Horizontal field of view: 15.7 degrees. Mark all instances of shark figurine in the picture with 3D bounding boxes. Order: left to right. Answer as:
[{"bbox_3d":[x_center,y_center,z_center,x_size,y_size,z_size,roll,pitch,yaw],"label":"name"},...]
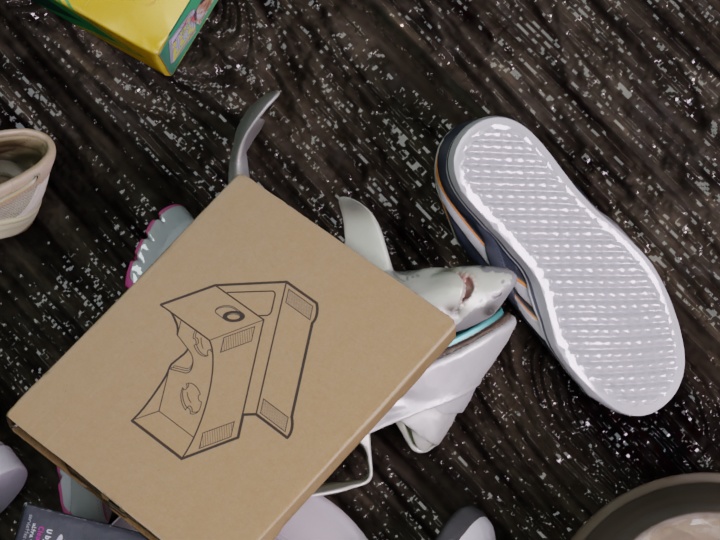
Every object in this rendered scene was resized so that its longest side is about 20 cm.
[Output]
[{"bbox_3d":[-0.021,0.000,1.527,0.214,0.090,0.128,38,86,24],"label":"shark figurine"}]

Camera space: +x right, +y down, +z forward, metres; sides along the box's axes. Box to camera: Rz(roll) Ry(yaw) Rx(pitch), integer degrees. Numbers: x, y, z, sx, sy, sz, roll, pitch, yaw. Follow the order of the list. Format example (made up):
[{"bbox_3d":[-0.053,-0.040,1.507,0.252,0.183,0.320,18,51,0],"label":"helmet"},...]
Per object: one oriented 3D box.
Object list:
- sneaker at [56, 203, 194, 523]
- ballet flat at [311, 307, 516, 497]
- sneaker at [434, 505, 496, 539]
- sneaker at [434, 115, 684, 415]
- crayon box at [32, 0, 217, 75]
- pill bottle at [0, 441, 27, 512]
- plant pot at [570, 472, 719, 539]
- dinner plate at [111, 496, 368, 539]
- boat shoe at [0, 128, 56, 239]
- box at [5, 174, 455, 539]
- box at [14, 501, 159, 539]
[{"bbox_3d":[-0.113,0.063,1.523,0.088,0.081,0.200,22,76,9],"label":"sneaker"},{"bbox_3d":[0.006,0.087,1.518,0.200,0.069,0.070,-24,75,-1],"label":"ballet flat"},{"bbox_3d":[0.072,0.241,1.459,0.108,0.067,0.202,16,85,24],"label":"sneaker"},{"bbox_3d":[0.115,-0.006,1.519,0.078,0.079,0.200,-35,100,-10],"label":"sneaker"},{"bbox_3d":[-0.142,-0.249,1.613,0.172,0.058,0.200,29,83,13],"label":"crayon box"},{"bbox_3d":[-0.285,0.067,1.538,0.104,0.104,0.200,-41,75,-3],"label":"pill bottle"},{"bbox_3d":[0.188,0.200,1.406,0.199,0.174,0.201,-2,78,7],"label":"plant pot"},{"bbox_3d":[-0.078,0.214,1.518,0.200,0.024,0.201,-2,77,9],"label":"dinner plate"},{"bbox_3d":[-0.268,-0.045,1.524,0.200,0.065,0.072,-13,59,-38],"label":"boat shoe"},{"bbox_3d":[-0.072,0.058,1.436,0.163,0.021,0.200,35,69,22],"label":"box"},{"bbox_3d":[-0.095,0.210,1.445,0.199,0.122,0.106,13,78,12],"label":"box"}]
